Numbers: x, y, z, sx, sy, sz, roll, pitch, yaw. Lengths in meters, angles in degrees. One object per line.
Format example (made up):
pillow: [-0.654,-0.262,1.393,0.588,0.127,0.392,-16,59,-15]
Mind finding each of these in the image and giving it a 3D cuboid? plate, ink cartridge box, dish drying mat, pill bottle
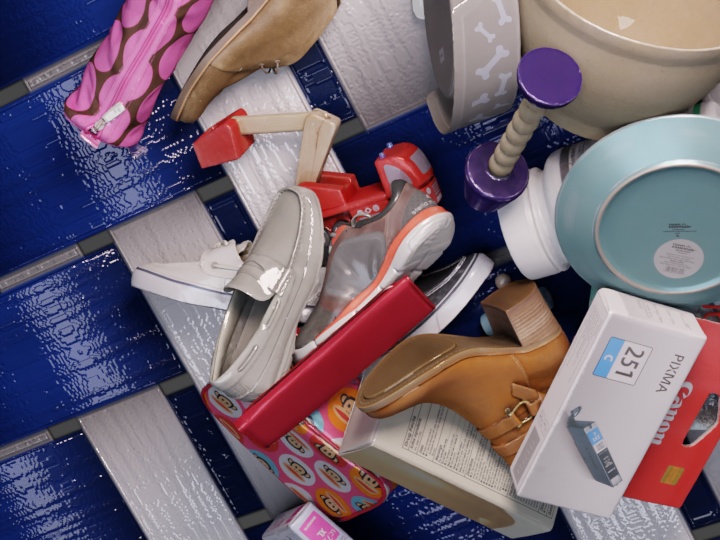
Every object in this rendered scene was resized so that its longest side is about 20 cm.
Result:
plate: [0.259,-0.039,1.370,0.200,0.026,0.200,2,129,2]
ink cartridge box: [-0.002,0.313,1.678,0.200,0.042,0.119,44,159,-3]
dish drying mat: [-0.023,0.082,1.491,0.200,0.077,0.018,-41,59,1]
ink cartridge box: [0.248,0.126,1.458,0.176,0.045,0.200,15,117,-16]
pill bottle: [0.226,-0.064,1.446,0.200,0.113,0.113,-18,107,22]

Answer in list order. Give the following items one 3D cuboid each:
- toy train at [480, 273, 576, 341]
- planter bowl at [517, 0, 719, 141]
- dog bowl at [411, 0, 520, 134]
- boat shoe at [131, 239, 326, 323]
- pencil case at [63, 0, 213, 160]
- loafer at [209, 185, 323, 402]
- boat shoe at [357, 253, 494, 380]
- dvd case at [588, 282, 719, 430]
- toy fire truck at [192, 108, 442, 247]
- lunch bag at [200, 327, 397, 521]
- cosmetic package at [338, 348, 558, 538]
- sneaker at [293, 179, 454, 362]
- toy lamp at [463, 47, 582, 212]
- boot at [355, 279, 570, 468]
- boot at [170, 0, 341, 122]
toy train: [0.214,0.053,1.532,0.200,0.056,0.150,-23,105,23]
planter bowl: [0.207,-0.190,1.365,0.200,0.200,0.135,23,134,5]
dog bowl: [0.085,-0.214,1.384,0.059,0.200,0.200,-7,112,-5]
boat shoe: [-0.121,0.005,1.608,0.200,0.071,0.070,9,87,16]
pencil case: [-0.194,-0.204,1.518,0.091,0.094,0.200,31,116,1]
loafer: [-0.084,0.017,1.495,0.070,0.070,0.200,3,77,45]
boat shoe: [0.038,0.036,1.571,0.068,0.072,0.200,45,124,-7]
dvd case: [0.294,0.073,1.482,0.200,0.022,0.146,1,112,-10]
toy fire truck: [-0.038,-0.095,1.544,0.200,0.049,0.141,-16,108,22]
lunch bag: [-0.056,0.152,1.617,0.200,0.082,0.176,44,147,-5]
cosmetic package: [0.090,0.160,1.544,0.200,0.105,0.071,29,154,-19]
sneaker: [0.000,0.000,1.514,0.200,0.077,0.082,-48,67,17]
toy lamp: [0.123,-0.105,1.354,0.058,0.058,0.200,27,154,3]
boot: [0.106,0.119,1.485,0.200,0.074,0.155,-29,114,-9]
boot: [-0.096,-0.195,1.511,0.075,0.074,0.200,38,115,-13]
